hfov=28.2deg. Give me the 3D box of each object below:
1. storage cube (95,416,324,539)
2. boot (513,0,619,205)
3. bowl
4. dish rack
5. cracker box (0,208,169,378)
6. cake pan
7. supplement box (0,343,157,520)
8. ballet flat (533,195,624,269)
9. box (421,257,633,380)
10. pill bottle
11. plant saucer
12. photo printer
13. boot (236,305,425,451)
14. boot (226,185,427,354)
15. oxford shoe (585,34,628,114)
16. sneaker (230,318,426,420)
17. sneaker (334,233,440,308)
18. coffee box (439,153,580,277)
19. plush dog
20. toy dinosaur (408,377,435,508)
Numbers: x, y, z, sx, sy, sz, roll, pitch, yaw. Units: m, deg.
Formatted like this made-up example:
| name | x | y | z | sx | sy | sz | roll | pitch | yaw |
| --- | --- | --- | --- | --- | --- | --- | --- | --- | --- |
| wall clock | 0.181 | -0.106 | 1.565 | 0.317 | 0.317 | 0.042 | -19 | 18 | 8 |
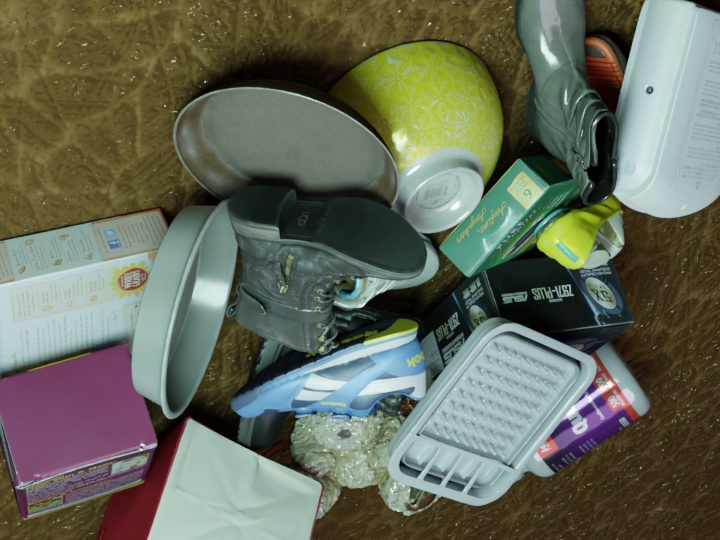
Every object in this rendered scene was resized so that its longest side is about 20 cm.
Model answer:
| name | x | y | z | sx | sy | sz | roll | pitch | yaw |
| --- | --- | --- | --- | --- | --- | --- | --- | --- | --- |
| storage cube | -0.166 | 0.285 | 1.470 | 0.171 | 0.200 | 0.180 | 30 | 138 | -16 |
| boot | 0.198 | -0.167 | 1.297 | 0.068 | 0.131 | 0.200 | -18 | 129 | -10 |
| bowl | 0.055 | -0.099 | 1.319 | 0.200 | 0.108 | 0.200 | -17 | 141 | -14 |
| dish rack | 0.125 | 0.136 | 1.424 | 0.172 | 0.044 | 0.200 | 24 | 110 | -39 |
| cracker box | -0.268 | 0.027 | 1.299 | 0.200 | 0.058 | 0.134 | -13 | 140 | -21 |
| cake pan | -0.155 | 0.030 | 1.269 | 0.037 | 0.200 | 0.200 | 15 | 136 | 6 |
| supplement box | -0.272 | 0.156 | 1.351 | 0.131 | 0.103 | 0.200 | -15 | 166 | -17 |
| ballet flat | 0.234 | -0.037 | 1.466 | 0.067 | 0.067 | 0.200 | -50 | 168 | 25 |
| box | 0.165 | 0.065 | 1.543 | 0.164 | 0.086 | 0.200 | -5 | 157 | -28 |
| pill bottle | 0.244 | 0.174 | 1.746 | 0.200 | 0.113 | 0.112 | -35 | 142 | 8 |
| plant saucer | -0.061 | -0.102 | 1.234 | 0.200 | 0.032 | 0.200 | 11 | 148 | 7 |
| photo printer | 0.306 | -0.150 | 1.368 | 0.166 | 0.069 | 0.200 | 0 | 106 | -51 |
| boot | -0.034 | 0.119 | 1.463 | 0.158 | 0.079 | 0.211 | 19 | 119 | -5 |
| boot | -0.033 | 0.012 | 1.290 | 0.174 | 0.200 | 0.069 | 87 | 26 | -47 |
| oxford shoe | 0.261 | -0.170 | 1.420 | 0.073 | 0.071 | 0.200 | -55 | 140 | -21 |
| sneaker | -0.028 | 0.113 | 1.378 | 0.200 | 0.074 | 0.082 | -18 | 104 | 12 |
| sneaker | 0.000 | 0.000 | 1.419 | 0.200 | 0.081 | 0.077 | 3 | 131 | -36 |
| coffee box | 0.162 | -0.061 | 1.411 | 0.123 | 0.044 | 0.200 | -49 | 168 | 23 |
| plush dog | -0.009 | 0.164 | 1.568 | 0.200 | 0.161 | 0.172 | -3 | 127 | 7 |
| toy dinosaur | 0.101 | 0.152 | 1.500 | 0.200 | 0.058 | 0.101 | -44 | 131 | -7 |
